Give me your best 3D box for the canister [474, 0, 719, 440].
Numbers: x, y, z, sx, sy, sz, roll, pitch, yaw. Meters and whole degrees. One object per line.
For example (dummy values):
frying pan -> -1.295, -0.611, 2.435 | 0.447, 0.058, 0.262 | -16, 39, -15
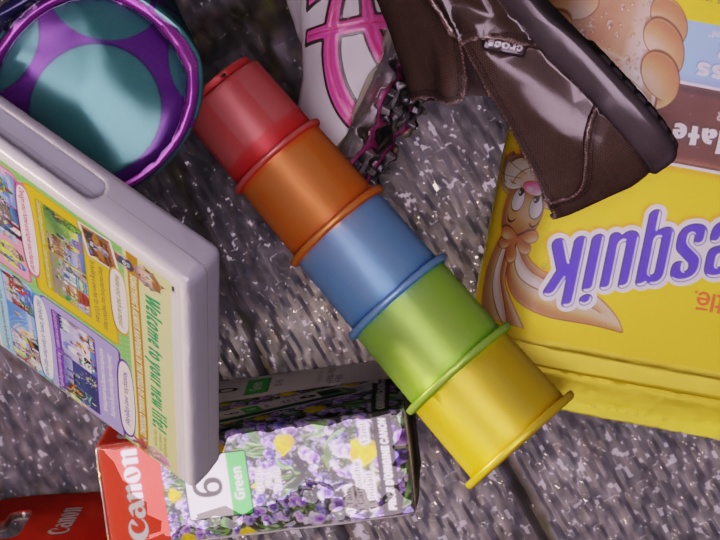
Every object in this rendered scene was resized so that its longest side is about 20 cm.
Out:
canister -> 0.129, -0.038, 1.118 | 0.148, 0.087, 0.201 | 10, 98, 0

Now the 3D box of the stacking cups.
stacking cups -> 0.000, 0.000, 1.069 | 0.060, 0.060, 0.200 | -44, 85, 8

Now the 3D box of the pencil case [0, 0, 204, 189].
pencil case -> -0.114, -0.085, 1.060 | 0.092, 0.200, 0.085 | -25, 102, -1

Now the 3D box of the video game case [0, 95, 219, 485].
video game case -> -0.130, -0.009, 0.999 | 0.182, 0.200, 0.022 | 35, 67, 13

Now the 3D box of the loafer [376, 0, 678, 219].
loafer -> 0.040, -0.099, 1.040 | 0.071, 0.073, 0.200 | -44, 89, 7

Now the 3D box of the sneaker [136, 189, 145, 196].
sneaker -> -0.161, -0.025, 1.127 | 0.200, 0.088, 0.076 | 34, 99, -4

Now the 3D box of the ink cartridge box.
ink cartridge box -> -0.074, 0.083, 1.131 | 0.199, 0.109, 0.051 | -7, 99, 3

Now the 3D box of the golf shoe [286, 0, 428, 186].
golf shoe -> -0.001, -0.127, 1.121 | 0.092, 0.073, 0.201 | 19, 94, 15
